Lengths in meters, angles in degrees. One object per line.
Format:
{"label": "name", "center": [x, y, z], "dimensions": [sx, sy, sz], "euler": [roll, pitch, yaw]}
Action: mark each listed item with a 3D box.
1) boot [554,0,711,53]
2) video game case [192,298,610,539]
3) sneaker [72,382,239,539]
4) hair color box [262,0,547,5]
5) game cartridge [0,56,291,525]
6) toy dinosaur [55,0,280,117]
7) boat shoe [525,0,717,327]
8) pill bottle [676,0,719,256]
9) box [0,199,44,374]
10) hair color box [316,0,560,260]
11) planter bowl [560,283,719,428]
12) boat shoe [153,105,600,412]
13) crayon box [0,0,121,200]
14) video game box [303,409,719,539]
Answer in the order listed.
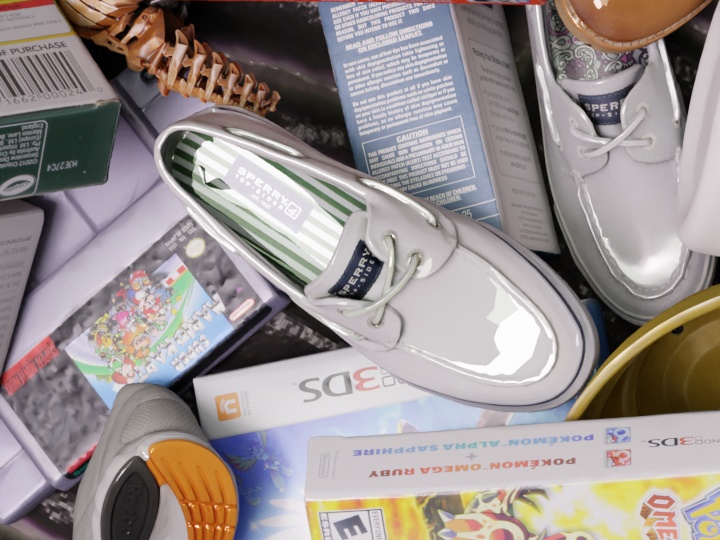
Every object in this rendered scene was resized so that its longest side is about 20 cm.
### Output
{"label": "boot", "center": [0.172, -0.169, 1.201], "dimensions": [0.200, 0.155, 0.077], "euler": [-37, 97, -12]}
{"label": "video game case", "center": [0.033, 0.127, 1.303], "dimensions": [0.180, 0.045, 0.201], "euler": [-12, 85, 14]}
{"label": "sneaker", "center": [-0.100, 0.142, 1.324], "dimensions": [0.075, 0.092, 0.201], "euler": [10, 116, -16]}
{"label": "hair color box", "center": [-0.024, -0.167, 1.215], "dimensions": [0.199, 0.064, 0.112], "euler": [1, 88, 12]}
{"label": "game cartridge", "center": [-0.121, 0.006, 1.351], "dimensions": [0.200, 0.038, 0.130], "euler": [-40, 75, 9]}
{"label": "toy dinosaur", "center": [-0.093, -0.141, 1.322], "dimensions": [0.200, 0.102, 0.136], "euler": [45, 105, 10]}
{"label": "boat shoe", "center": [0.108, -0.075, 1.281], "dimensions": [0.072, 0.068, 0.201], "euler": [-7, 86, 13]}
{"label": "pill bottle", "center": [0.235, -0.046, 1.216], "dimensions": [0.199, 0.114, 0.115], "euler": [11, 90, -1]}
{"label": "box", "center": [-0.249, 0.045, 1.318], "dimensions": [0.152, 0.106, 0.201], "euler": [20, 102, 19]}
{"label": "hair color box", "center": [0.026, -0.098, 1.285], "dimensions": [0.060, 0.100, 0.201], "euler": [-14, 84, 15]}
{"label": "planter bowl", "center": [0.163, 0.066, 1.235], "dimensions": [0.199, 0.084, 0.201], "euler": [-4, 123, -7]}
{"label": "boat shoe", "center": [0.000, 0.000, 1.204], "dimensions": [0.199, 0.067, 0.074], "euler": [27, 100, 13]}
{"label": "crayon box", "center": [-0.200, -0.107, 1.289], "dimensions": [0.200, 0.126, 0.051], "euler": [56, 145, 38]}
{"label": "video game box", "center": [0.080, 0.151, 1.200], "dimensions": [0.181, 0.047, 0.201], "euler": [-6, 123, 6]}
